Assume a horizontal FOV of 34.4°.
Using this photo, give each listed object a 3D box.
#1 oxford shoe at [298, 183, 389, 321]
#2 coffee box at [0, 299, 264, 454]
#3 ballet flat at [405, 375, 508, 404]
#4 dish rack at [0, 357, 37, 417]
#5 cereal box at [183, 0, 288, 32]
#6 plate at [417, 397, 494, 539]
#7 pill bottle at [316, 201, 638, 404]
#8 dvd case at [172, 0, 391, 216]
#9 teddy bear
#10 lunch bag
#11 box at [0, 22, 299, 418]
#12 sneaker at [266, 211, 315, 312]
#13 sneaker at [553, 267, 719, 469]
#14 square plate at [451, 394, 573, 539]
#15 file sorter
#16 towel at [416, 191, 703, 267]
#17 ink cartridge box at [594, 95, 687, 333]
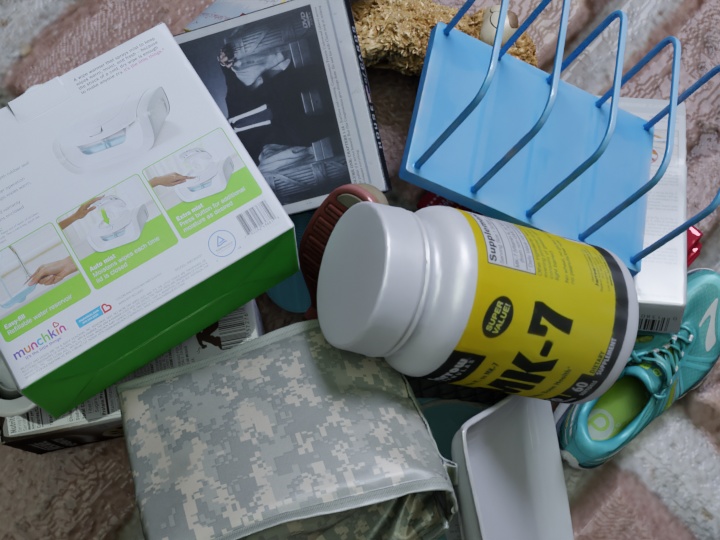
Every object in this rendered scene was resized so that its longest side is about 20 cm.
[{"bbox_3d":[0.000,0.000,0.879,0.070,0.201,0.075,38,55,21],"label":"oxford shoe"},{"bbox_3d":[-0.170,0.081,0.895,0.198,0.113,0.081,-11,78,-2],"label":"coffee box"},{"bbox_3d":[0.094,0.067,0.899,0.198,0.057,0.067,0,53,-30],"label":"ballet flat"},{"bbox_3d":[-0.223,-0.007,0.840,0.200,0.044,0.172,-41,74,-12],"label":"dish rack"},{"bbox_3d":[-0.044,-0.243,0.952,0.200,0.144,0.040,-44,118,-7],"label":"cereal box"},{"bbox_3d":[0.070,0.169,0.898,0.198,0.026,0.203,4,77,-18],"label":"plate"},{"bbox_3d":[0.078,0.021,0.782,0.198,0.114,0.116,12,77,-27],"label":"pill bottle"},{"bbox_3d":[-0.087,-0.109,0.862,0.198,0.025,0.152,-13,92,15],"label":"dvd case"},{"bbox_3d":[0.052,-0.194,0.954,0.198,0.145,0.067,15,115,7],"label":"teddy bear"},{"bbox_3d":[-0.046,0.130,0.771,0.198,0.118,0.165,-19,43,-6],"label":"lunch bag"},{"bbox_3d":[-0.169,-0.035,0.774,0.199,0.097,0.177,-32,74,-11],"label":"box"},{"bbox_3d":[-0.031,-0.075,0.951,0.079,0.131,0.202,12,114,11],"label":"sneaker"},{"bbox_3d":[0.233,0.080,0.918,0.077,0.080,0.200,41,80,7],"label":"sneaker"},{"bbox_3d":[0.111,0.185,0.824,0.028,0.200,0.201,-8,94,25],"label":"square plate"},{"bbox_3d":[0.151,-0.112,0.831,0.198,0.123,0.140,22,59,-14],"label":"file sorter"},{"bbox_3d":[0.164,-0.038,0.959,0.145,0.023,0.200,-45,73,-8],"label":"towel"},{"bbox_3d":[0.180,-0.051,0.937,0.158,0.047,0.202,4,58,9],"label":"ink cartridge box"}]
